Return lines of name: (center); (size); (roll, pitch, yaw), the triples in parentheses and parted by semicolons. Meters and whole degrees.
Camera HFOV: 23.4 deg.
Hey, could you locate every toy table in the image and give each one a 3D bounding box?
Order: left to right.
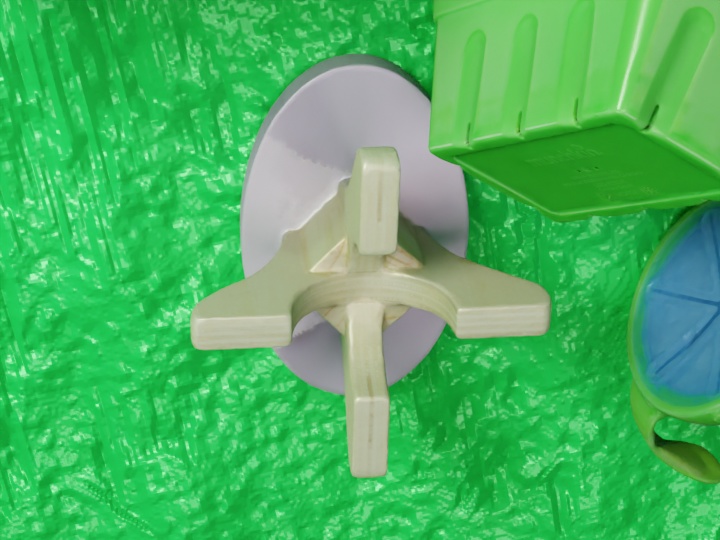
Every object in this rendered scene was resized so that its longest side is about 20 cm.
toy table: (0.000, 0.000, 0.926); (0.184, 0.117, 0.200); (-12, 118, -1)

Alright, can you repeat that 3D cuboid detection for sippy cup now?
sippy cup: (0.242, 0.038, 0.975); (0.130, 0.140, 0.178); (23, 150, -28)

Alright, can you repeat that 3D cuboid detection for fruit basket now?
fruit basket: (0.147, -0.132, 0.856); (0.155, 0.216, 0.216); (26, 110, -26)
